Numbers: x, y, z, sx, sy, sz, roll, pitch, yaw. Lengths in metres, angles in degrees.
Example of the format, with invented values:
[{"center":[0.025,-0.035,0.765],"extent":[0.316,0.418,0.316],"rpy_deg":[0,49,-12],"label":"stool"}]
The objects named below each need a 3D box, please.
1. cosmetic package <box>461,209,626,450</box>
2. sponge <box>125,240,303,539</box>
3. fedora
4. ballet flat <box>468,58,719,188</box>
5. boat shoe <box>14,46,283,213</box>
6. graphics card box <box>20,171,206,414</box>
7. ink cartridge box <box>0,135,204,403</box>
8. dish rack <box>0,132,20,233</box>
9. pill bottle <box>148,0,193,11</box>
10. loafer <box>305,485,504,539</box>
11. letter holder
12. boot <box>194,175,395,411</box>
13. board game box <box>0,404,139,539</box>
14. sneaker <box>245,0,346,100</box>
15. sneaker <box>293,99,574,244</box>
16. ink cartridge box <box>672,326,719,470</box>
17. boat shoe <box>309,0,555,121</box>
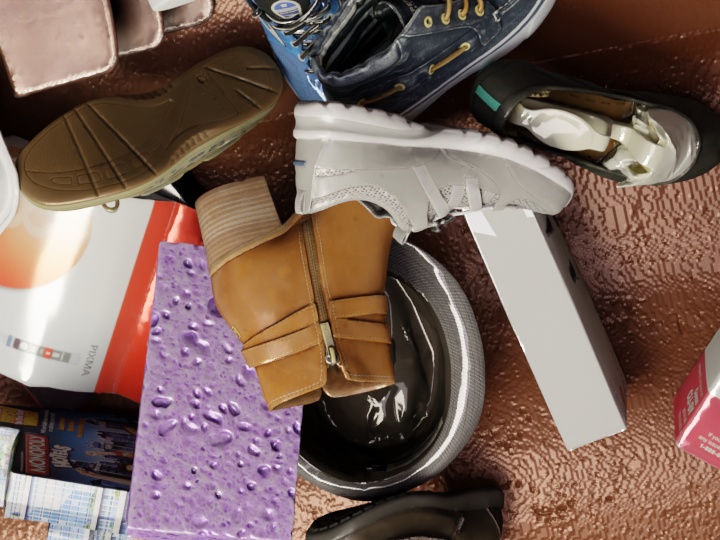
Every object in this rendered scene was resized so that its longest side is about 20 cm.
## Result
[{"center":[0.132,0.018,1.527],"extent":[0.050,0.083,0.201],"rpy_deg":[-20,106,16],"label":"cosmetic package"},{"center":[-0.092,0.084,1.456],"extent":[0.111,0.030,0.201],"rpy_deg":[7,72,-6],"label":"sponge"},{"center":[0.005,0.060,1.556],"extent":[0.176,0.090,0.201],"rpy_deg":[-10,101,11],"label":"fedora"},{"center":[0.166,-0.089,1.455],"extent":[0.199,0.068,0.068],"rpy_deg":[11,113,-19],"label":"ballet flat"},{"center":[-0.143,-0.087,1.491],"extent":[0.199,0.063,0.074],"rpy_deg":[-23,72,-19],"label":"boat shoe"},{"center":[-0.186,0.009,1.591],"extent":[0.200,0.051,0.126],"rpy_deg":[-35,101,17],"label":"graphics card box"},{"center":[-0.190,0.016,1.539],"extent":[0.199,0.050,0.163],"rpy_deg":[23,110,7],"label":"ink cartridge box"},{"center":[-0.318,-0.093,1.505],"extent":[0.172,0.043,0.201],"rpy_deg":[-40,70,47],"label":"dish rack"},{"center":[-0.133,-0.274,1.389],"extent":[0.112,0.112,0.201],"rpy_deg":[-22,94,15],"label":"pill bottle"},{"center":[0.042,0.196,1.543],"extent":[0.073,0.199,0.072],"rpy_deg":[-20,78,40],"label":"loafer"},{"center":[-0.192,-0.240,1.476],"extent":[0.141,0.101,0.201],"rpy_deg":[-13,107,11],"label":"letter holder"},{"center":[0.000,0.000,1.440],"extent":[0.199,0.077,0.156],"rpy_deg":[-15,74,-20],"label":"boot"},{"center":[-0.199,0.148,1.540],"extent":[0.199,0.200,0.062],"rpy_deg":[9,101,-7],"label":"board game box"},{"center":[-0.044,-0.176,1.480],"extent":[0.078,0.089,0.201],"rpy_deg":[-23,107,16],"label":"sneaker"},{"center":[0.043,-0.056,1.410],"extent":[0.199,0.075,0.082],"rpy_deg":[10,93,-20],"label":"sneaker"},{"center":[0.329,0.061,1.511],"extent":[0.145,0.083,0.201],"rpy_deg":[28,111,-2],"label":"ink cartridge box"},{"center":[0.055,-0.171,1.430],"extent":[0.200,0.091,0.071],"rpy_deg":[-43,65,-6],"label":"boat shoe"}]
